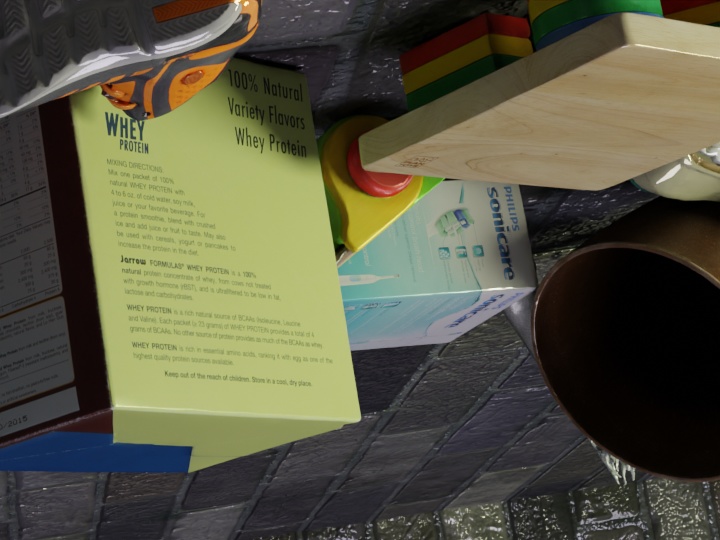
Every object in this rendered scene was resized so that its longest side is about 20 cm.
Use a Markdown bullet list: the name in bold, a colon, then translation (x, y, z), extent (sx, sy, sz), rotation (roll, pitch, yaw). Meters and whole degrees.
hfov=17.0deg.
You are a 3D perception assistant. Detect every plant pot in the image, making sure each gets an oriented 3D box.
- **plant pot**: translation (0.247, 0.014, 1.669), extent (0.186, 0.187, 0.200), rotation (-23, -165, 45)

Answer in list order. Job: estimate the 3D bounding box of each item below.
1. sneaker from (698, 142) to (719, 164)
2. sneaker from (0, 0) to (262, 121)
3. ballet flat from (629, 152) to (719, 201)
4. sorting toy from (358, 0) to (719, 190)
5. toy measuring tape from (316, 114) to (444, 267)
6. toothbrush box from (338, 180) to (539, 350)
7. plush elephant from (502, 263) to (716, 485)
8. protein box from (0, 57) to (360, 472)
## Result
- **sneaker**: translation (0.268, -0.108, 1.454), extent (0.199, 0.075, 0.081), rotation (-3, 152, -36)
- **sneaker**: translation (-0.141, -0.099, 1.144), extent (0.199, 0.078, 0.112), rotation (-10, 166, 2)
- **ballet flat**: translation (0.265, -0.074, 1.601), extent (0.199, 0.070, 0.069), rotation (1, 164, -36)
- **sorting toy**: translation (0.131, -0.111, 1.311), extent (0.199, 0.070, 0.198), rotation (3, 162, -43)
- **toy measuring tape**: translation (-0.024, -0.036, 1.424), extent (0.200, 0.074, 0.074), rotation (-41, -176, -29)
- **toothbrush box**: translation (0.000, 0.000, 1.658), extent (0.199, 0.086, 0.146), rotation (-3, 164, -25)
- **plush elephant**: translation (0.206, 0.039, 1.835), extent (0.154, 0.201, 0.165), rotation (-34, 168, 2)
- **protein box**: translation (-0.124, -0.005, 1.284), extent (0.134, 0.201, 0.198), rotation (-19, 164, 36)
